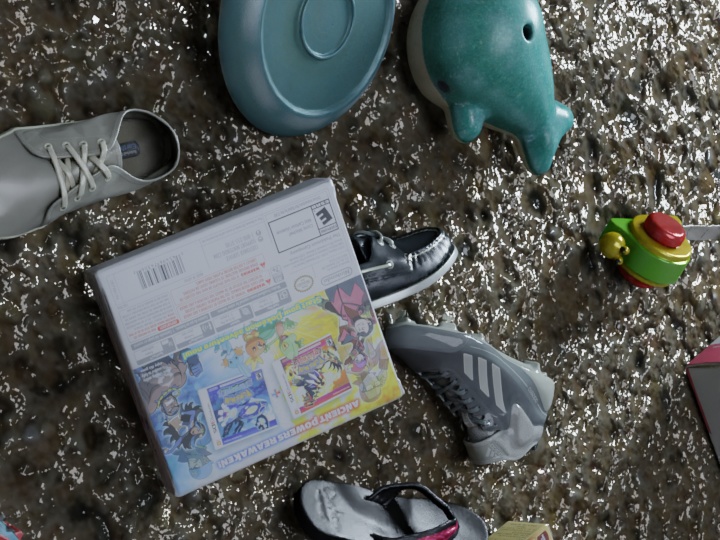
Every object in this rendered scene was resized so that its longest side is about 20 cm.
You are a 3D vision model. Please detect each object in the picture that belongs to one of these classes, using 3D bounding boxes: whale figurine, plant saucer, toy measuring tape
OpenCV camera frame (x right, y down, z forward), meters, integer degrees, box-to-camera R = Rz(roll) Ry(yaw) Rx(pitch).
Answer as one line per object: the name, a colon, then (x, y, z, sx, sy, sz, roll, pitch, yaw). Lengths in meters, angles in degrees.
whale figurine: (0.131, -0.175, 1.575, 0.200, 0.103, 0.160, 48, 58, -27)
plant saucer: (-0.034, -0.203, 1.440, 0.199, 0.027, 0.202, -23, 122, -43)
toy measuring tape: (0.308, -0.018, 1.731, 0.199, 0.073, 0.074, 0, 86, -39)

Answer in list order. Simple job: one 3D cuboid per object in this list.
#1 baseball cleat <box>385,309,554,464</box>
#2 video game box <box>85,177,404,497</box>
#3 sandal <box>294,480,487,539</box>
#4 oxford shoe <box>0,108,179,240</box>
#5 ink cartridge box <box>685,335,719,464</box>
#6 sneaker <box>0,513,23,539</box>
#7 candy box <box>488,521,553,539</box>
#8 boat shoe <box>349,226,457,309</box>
baseball cleat: (0.096, 0.108, 1.544, 0.199, 0.069, 0.107, 22, 72, -36)
video game box: (-0.086, 0.048, 1.368, 0.199, 0.047, 0.184, -22, 99, -18)
sandal: (0.036, 0.205, 1.474, 0.199, 0.045, 0.075, 17, 38, -37)
oxford shoe: (-0.212, -0.074, 1.304, 0.199, 0.058, 0.076, -22, 103, -38)
ink cartridge box: (0.435, 0.112, 1.825, 0.200, 0.082, 0.147, -34, 108, -37)
sneaker: (-0.258, 0.231, 1.225, 0.096, 0.079, 0.201, -47, 116, -30)
candy box: (0.101, 0.315, 1.539, 0.199, 0.055, 0.116, -32, 107, -38)
boat shoe: (0.000, 0.000, 1.467, 0.199, 0.075, 0.061, -31, 112, -39)
